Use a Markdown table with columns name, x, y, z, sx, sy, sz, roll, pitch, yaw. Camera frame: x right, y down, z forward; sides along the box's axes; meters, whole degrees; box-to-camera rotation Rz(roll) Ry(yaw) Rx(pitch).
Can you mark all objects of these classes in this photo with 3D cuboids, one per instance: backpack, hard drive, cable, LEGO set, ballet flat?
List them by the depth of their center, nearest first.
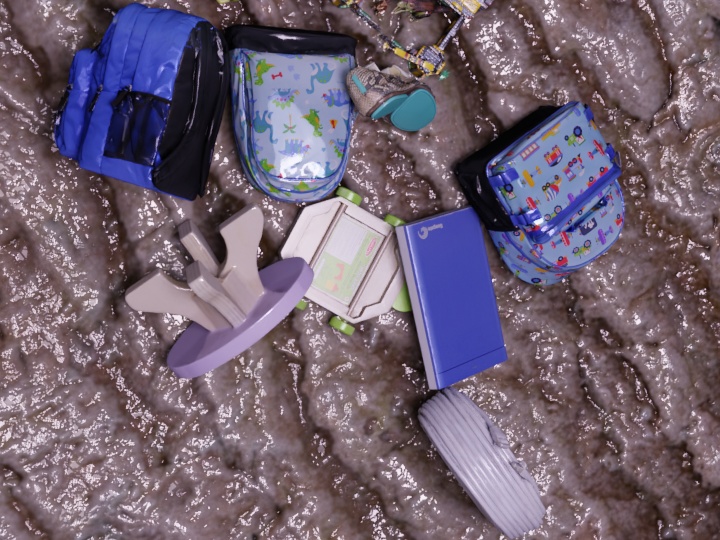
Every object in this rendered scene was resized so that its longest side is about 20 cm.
| name | x | y | z | sx | sy | sz | roll | pitch | yaw |
| --- | --- | --- | --- | --- | --- | --- | --- | --- | --- |
| backpack | -0.242 | -0.197 | 1.425 | 0.167 | 0.163 | 0.201 | 17 | 92 | 7 |
| backpack | -0.078 | -0.178 | 1.486 | 0.162 | 0.154 | 0.201 | 3 | 103 | -18 |
| ballet flat | 0.034 | -0.211 | 1.492 | 0.068 | 0.200 | 0.075 | -40 | 78 | 17 |
| LEGO set | 0.066 | -0.329 | 1.511 | 0.154 | 0.116 | 0.200 | -44 | 101 | -7 |
| cable | 0.145 | 0.233 | 1.525 | 0.069 | 0.200 | 0.200 | -36 | 127 | -4 |
| backpack | 0.238 | -0.084 | 1.555 | 0.182 | 0.134 | 0.201 | -34 | 104 | -17 |
| hard drive | 0.114 | 0.030 | 1.563 | 0.132 | 0.025 | 0.201 | -18 | 99 | -42 |

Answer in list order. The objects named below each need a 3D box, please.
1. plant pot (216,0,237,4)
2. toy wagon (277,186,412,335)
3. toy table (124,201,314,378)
| name | x | y | z | sx | sy | sz | roll | pitch | yaw |
| --- | --- | --- | --- | --- | --- | --- | --- | --- | --- |
| plant pot | -0.117 | -0.421 | 1.431 | 0.198 | 0.181 | 0.201 | -30 | 99 | -10 |
| toy wagon | 0.000 | 0.000 | 1.557 | 0.199 | 0.040 | 0.156 | 29 | 87 | -14 |
| toy table | -0.165 | 0.020 | 1.457 | 0.200 | 0.184 | 0.117 | -40 | 115 | -6 |
